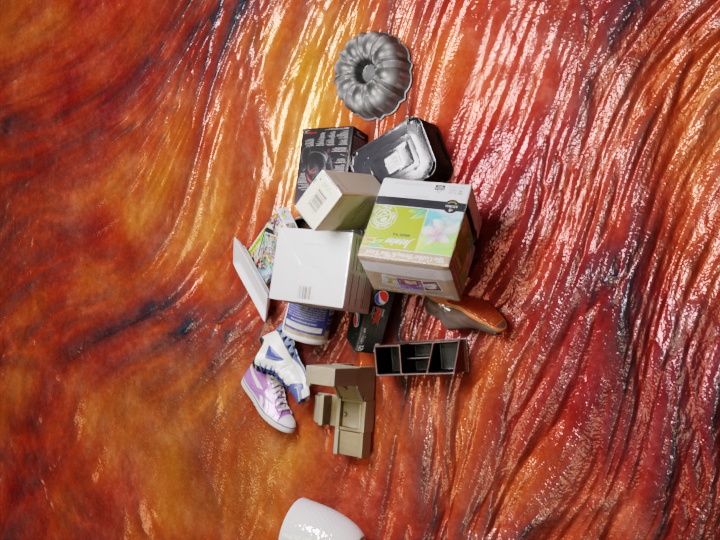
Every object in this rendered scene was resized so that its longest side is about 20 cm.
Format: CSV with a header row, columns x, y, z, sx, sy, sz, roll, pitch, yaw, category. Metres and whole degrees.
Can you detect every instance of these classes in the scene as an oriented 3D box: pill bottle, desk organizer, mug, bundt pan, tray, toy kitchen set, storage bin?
x,y,z,sx,sy,sz,roll,pitch,yaw,category
-0.109,0.060,1.798,0.114,0.115,0.205,19,100,30,pill bottle
0.130,0.190,1.667,0.196,0.076,0.074,-7,86,32,desk organizer
-0.079,0.644,1.768,0.171,0.148,0.204,12,126,24,mug
0.019,-0.449,1.749,0.197,0.075,0.208,0,89,31,bundt pan
-0.270,0.020,1.922,0.202,0.022,0.109,57,153,28,tray
-0.080,0.314,1.737,0.160,0.179,0.206,2,86,32,toy kitchen set
0.088,-0.230,1.691,0.197,0.093,0.138,-27,75,30,storage bin

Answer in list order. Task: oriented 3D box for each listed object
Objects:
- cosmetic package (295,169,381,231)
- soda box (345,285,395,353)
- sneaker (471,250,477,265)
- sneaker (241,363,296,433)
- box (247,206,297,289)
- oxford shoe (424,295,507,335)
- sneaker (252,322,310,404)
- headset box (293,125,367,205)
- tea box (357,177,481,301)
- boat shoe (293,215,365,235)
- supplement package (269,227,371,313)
x,y,z,sx,sy,sz,roll,pitch,yaw,category
-0.033,-0.143,1.597,0.074,0.198,0.104,51,117,20,cosmetic package
0.027,0.079,1.712,0.071,0.062,0.205,-130,51,-60,soda box
0.158,-0.044,1.654,0.196,0.074,0.087,0,89,32,sneaker
-0.209,0.296,1.885,0.200,0.072,0.115,45,108,24,sneaker
-0.207,-0.051,1.868,0.200,0.034,0.112,-47,64,46,box
0.221,0.097,1.627,0.198,0.070,0.075,28,123,34,oxford shoe
-0.197,0.235,1.844,0.113,0.081,0.203,-19,69,-10,sneaker
-0.070,-0.224,1.787,0.145,0.074,0.206,2,82,32,headset box
0.125,-0.065,1.563,0.195,0.134,0.201,6,61,23,tea box
-0.074,-0.090,1.808,0.196,0.067,0.074,15,95,30,boat shoe
-0.080,0.000,1.652,0.196,0.110,0.160,6,85,33,supplement package
